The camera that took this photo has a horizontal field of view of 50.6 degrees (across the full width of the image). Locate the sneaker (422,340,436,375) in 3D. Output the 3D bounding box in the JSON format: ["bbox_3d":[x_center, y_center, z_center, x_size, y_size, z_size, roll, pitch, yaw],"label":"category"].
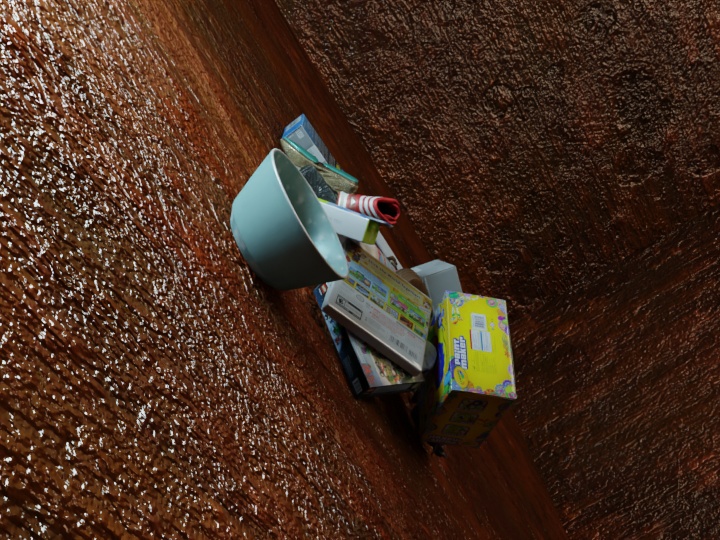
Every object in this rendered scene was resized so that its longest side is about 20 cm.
[{"bbox_3d":[0.036,0.141,1.395,0.195,0.130,0.081,27,53,0],"label":"sneaker"}]

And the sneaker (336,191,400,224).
[{"bbox_3d":[0.025,-0.088,1.476,0.200,0.112,0.081,45,52,-72],"label":"sneaker"}]

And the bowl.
[{"bbox_3d":[-0.109,-0.054,1.065,0.203,0.103,0.201,58,9,-15],"label":"bowl"}]

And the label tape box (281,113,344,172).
[{"bbox_3d":[-0.099,-0.251,1.766,0.202,0.063,0.145,54,11,-18],"label":"label tape box"}]

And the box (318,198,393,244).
[{"bbox_3d":[-0.047,-0.092,1.328,0.195,0.049,0.122,21,4,10],"label":"box"}]

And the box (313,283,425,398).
[{"bbox_3d":[0.015,0.109,1.272,0.134,0.038,0.203,2,54,-44],"label":"box"}]

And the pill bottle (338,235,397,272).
[{"bbox_3d":[0.000,0.000,1.471,0.200,0.107,0.110,47,17,-56],"label":"pill bottle"}]

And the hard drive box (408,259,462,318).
[{"bbox_3d":[0.179,0.090,1.650,0.156,0.075,0.205,-149,-137,-80],"label":"hard drive box"}]

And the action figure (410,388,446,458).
[{"bbox_3d":[0.151,0.281,1.492,0.120,0.101,0.200,51,9,-10],"label":"action figure"}]

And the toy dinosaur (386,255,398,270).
[{"bbox_3d":[0.032,0.009,1.594,0.202,0.099,0.059,59,-6,36],"label":"toy dinosaur"}]

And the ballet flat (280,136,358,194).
[{"bbox_3d":[-0.099,-0.212,1.650,0.197,0.066,0.071,31,13,-3],"label":"ballet flat"}]

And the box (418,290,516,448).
[{"bbox_3d":[0.186,0.183,1.387,0.195,0.118,0.204,109,-14,-50],"label":"box"}]

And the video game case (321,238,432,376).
[{"bbox_3d":[0.034,0.059,1.289,0.198,0.023,0.184,35,37,-14],"label":"video game case"}]

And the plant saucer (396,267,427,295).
[{"bbox_3d":[0.087,0.098,1.516,0.199,0.029,0.206,-24,118,-56],"label":"plant saucer"}]

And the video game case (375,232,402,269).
[{"bbox_3d":[0.000,-0.090,1.756,0.181,0.024,0.202,28,-23,54],"label":"video game case"}]

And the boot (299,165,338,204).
[{"bbox_3d":[-0.057,-0.107,1.562,0.158,0.078,0.214,52,13,-44],"label":"boot"}]
